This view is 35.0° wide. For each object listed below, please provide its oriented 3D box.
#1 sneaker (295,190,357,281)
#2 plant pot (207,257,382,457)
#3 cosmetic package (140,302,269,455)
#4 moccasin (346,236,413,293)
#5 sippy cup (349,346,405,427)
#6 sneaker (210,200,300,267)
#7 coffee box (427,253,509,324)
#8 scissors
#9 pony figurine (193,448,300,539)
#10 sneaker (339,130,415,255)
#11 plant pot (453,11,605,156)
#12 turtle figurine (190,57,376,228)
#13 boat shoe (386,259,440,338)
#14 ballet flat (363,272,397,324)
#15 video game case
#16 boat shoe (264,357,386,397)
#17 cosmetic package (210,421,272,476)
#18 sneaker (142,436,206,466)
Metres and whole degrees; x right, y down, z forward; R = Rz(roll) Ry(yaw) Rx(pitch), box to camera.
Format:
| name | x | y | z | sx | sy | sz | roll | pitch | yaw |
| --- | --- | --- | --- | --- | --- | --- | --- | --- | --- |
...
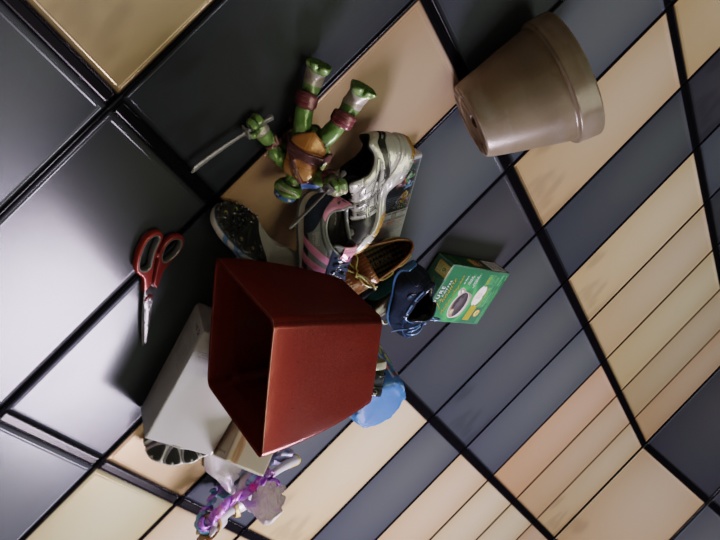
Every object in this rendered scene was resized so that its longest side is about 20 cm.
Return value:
| name | x | y | z | sx | sy | sz | roll | pitch | yaw |
| --- | --- | --- | --- | --- | --- | --- | --- | --- | --- |
| sneaker | -0.042 | -0.011 | 1.614 | 0.070 | 0.082 | 0.200 | -24 | 115 | -45 |
| plant pot | -0.084 | 0.103 | 1.524 | 0.176 | 0.200 | 0.200 | -6 | 117 | -28 |
| cosmetic package | -0.228 | 0.161 | 1.659 | 0.113 | 0.081 | 0.200 | 22 | 113 | -27 |
| moccasin | 0.001 | 0.002 | 1.732 | 0.201 | 0.074 | 0.078 | -21 | 175 | -33 |
| sippy cup | 0.000 | 0.175 | 1.819 | 0.178 | 0.130 | 0.140 | 5 | 124 | -45 |
| sneaker | -0.154 | -0.029 | 1.590 | 0.072 | 0.072 | 0.200 | -10 | 148 | 27 |
| coffee box | 0.178 | 0.035 | 2.064 | 0.200 | 0.044 | 0.123 | 6 | 121 | -52 |
| scissors | -0.291 | 0.027 | 1.536 | 0.073 | 0.014 | 0.200 | -9 | 134 | -48 |
| pony figurine | -0.189 | 0.367 | 1.926 | 0.200 | 0.166 | 0.193 | -30 | 155 | -52 |
| sneaker | -0.003 | -0.115 | 1.637 | 0.088 | 0.076 | 0.200 | 9 | 117 | -35 |
| plant pot | 0.242 | -0.258 | 1.706 | 0.173 | 0.200 | 0.200 | -27 | 146 | -2 |
| turtle figurine | -0.071 | -0.163 | 1.461 | 0.200 | 0.144 | 0.194 | 2 | 120 | -55 |
| boat shoe | 0.085 | 0.064 | 1.845 | 0.084 | 0.069 | 0.200 | -43 | 157 | -15 |
| ballet flat | 0.019 | 0.073 | 1.889 | 0.200 | 0.067 | 0.062 | -31 | 116 | -23 |
| video game case | -0.004 | -0.088 | 1.737 | 0.200 | 0.023 | 0.182 | -19 | 139 | -35 |
| boat shoe | -0.056 | 0.171 | 1.673 | 0.199 | 0.074 | 0.066 | -6 | 98 | -23 |
| cosmetic package | -0.154 | 0.200 | 1.724 | 0.071 | 0.105 | 0.200 | 29 | 76 | -25 |
| sneaker | -0.244 | 0.257 | 1.788 | 0.200 | 0.081 | 0.083 | -15 | 166 | -26 |
